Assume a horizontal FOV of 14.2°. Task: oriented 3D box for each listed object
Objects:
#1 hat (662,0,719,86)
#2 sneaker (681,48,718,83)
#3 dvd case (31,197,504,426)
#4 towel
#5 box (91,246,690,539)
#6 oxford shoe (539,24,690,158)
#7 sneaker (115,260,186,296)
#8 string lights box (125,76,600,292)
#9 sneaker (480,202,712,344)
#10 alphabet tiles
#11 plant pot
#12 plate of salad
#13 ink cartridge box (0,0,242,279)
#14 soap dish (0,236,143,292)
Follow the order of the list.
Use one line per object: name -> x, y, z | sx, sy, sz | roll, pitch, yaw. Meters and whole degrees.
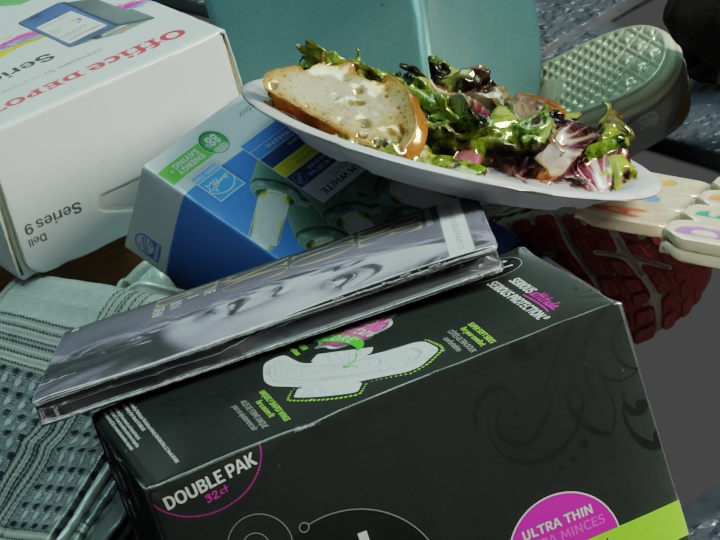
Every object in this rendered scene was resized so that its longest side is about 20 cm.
hat -> 0.237, -0.088, 1.441 | 0.201, 0.201, 0.081 | 3, 68, 33
sneaker -> 0.229, -0.166, 1.642 | 0.114, 0.076, 0.199 | -5, 34, 7
dvd case -> -0.039, 0.014, 1.239 | 0.200, 0.016, 0.149 | -18, 9, 2
towel -> -0.158, 0.087, 1.347 | 0.200, 0.035, 0.193 | 14, 62, 48
box -> 0.016, 0.100, 1.167 | 0.200, 0.149, 0.124 | -21, 16, -10
oxford shoe -> 0.095, -0.078, 1.579 | 0.200, 0.058, 0.075 | -16, 51, 30
sneaker -> -0.111, 0.034, 1.448 | 0.200, 0.080, 0.070 | -16, 28, 11
string lights box -> 0.000, 0.000, 1.364 | 0.200, 0.059, 0.103 | 34, 47, 17
sneaker -> 0.083, -0.012, 1.433 | 0.200, 0.078, 0.082 | 3, 32, 33
alphabet tiles -> 0.206, -0.023, 1.360 | 0.196, 0.015, 0.200 | 11, 15, 15
plant pot -> 0.011, -0.123, 1.544 | 0.141, 0.141, 0.200 | -31, 47, 22
plate of salad -> 0.044, -0.071, 1.336 | 0.200, 0.048, 0.200 | 12, 12, -3
ink cartridge box -> -0.164, -0.082, 1.507 | 0.145, 0.088, 0.200 | -26, 28, -22
soap dish -> -0.169, -0.015, 1.570 | 0.200, 0.081, 0.157 | -25, 28, -19
